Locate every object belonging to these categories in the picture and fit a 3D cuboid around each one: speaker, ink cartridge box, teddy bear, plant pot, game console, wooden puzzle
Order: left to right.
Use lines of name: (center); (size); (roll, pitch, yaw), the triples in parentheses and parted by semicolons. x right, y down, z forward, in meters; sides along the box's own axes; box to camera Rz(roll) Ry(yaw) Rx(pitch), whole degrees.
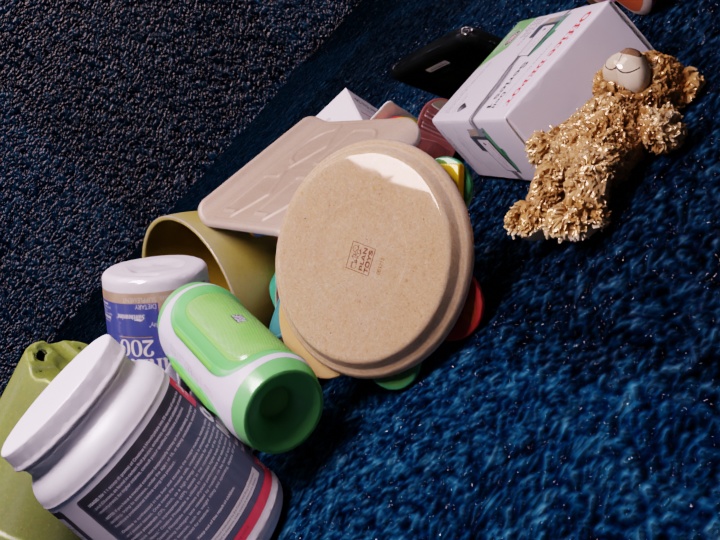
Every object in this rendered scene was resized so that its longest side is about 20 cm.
plant pot: (-0.288, 0.178, 1.043); (0.200, 0.197, 0.193); (-111, 43, -73)
speaker: (-0.109, 0.078, 0.938); (0.089, 0.089, 0.199); (-47, 36, -6)
plant pot: (-0.136, 0.016, 1.232); (0.141, 0.203, 0.199); (-23, 0, -36)
wooden puzzle: (-0.051, -0.089, 1.109); (0.185, 0.047, 0.199); (-42, 30, -22)
ink cartridge box: (-0.016, -0.153, 1.394); (0.199, 0.116, 0.068); (-40, 58, 20)
game console: (0.155, -0.275, 1.283); (0.199, 0.173, 0.119); (-9, 67, 66)
ink cartridge box: (0.168, -0.163, 1.014); (0.146, 0.084, 0.200); (-48, 15, -5)
teddy bear: (0.185, -0.100, 0.848); (0.200, 0.067, 0.145); (-47, 18, -1)

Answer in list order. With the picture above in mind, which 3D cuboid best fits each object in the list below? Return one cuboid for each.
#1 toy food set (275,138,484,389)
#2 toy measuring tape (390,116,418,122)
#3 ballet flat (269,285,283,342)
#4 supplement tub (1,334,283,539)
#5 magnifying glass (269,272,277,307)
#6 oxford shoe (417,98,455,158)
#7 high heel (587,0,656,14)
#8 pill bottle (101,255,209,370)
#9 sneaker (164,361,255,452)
toy food set: (0.013, -0.006, 0.893); (0.195, 0.048, 0.204); (1, 85, 33)
toy measuring tape: (0.021, -0.131, 1.332); (0.199, 0.074, 0.074); (-34, 19, 27)
ballet flat: (-0.053, 0.030, 1.089); (0.067, 0.063, 0.201); (-23, 30, 25)
supplement tub: (-0.172, 0.165, 0.876); (0.140, 0.200, 0.141); (-40, 16, 14)
magnifying glass: (-0.059, 0.060, 1.100); (0.023, 0.079, 0.202); (-54, 20, 34)
oxford shoe: (0.063, -0.097, 1.202); (0.201, 0.070, 0.075); (-58, -7, -32)
high heel: (0.284, -0.319, 1.119); (0.097, 0.067, 0.200); (-54, 11, 9)
pill bottle: (-0.203, 0.094, 1.127); (0.109, 0.204, 0.111); (-4, 13, 1)
sneaker: (-0.132, 0.111, 1.066); (0.075, 0.114, 0.201); (-25, 26, 50)
